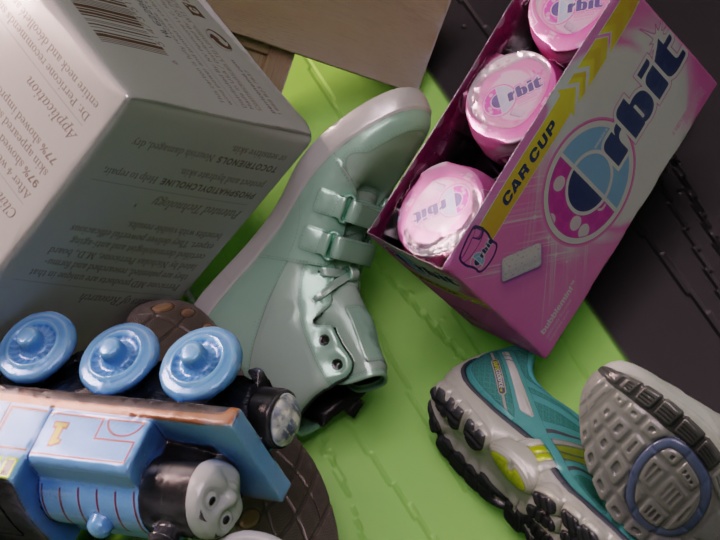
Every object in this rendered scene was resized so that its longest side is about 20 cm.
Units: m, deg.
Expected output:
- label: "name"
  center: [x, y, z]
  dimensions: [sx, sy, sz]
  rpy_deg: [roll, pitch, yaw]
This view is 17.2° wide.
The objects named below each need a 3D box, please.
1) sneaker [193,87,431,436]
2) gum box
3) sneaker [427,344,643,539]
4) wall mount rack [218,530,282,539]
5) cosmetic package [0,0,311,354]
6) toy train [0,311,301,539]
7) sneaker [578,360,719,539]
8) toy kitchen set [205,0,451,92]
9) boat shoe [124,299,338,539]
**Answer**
- label: "sneaker"
  center: [0.000, 0.000, 1.346]
  dimensions: [0.118, 0.074, 0.200]
  rpy_deg: [46, 108, 26]
- label: "gum box"
  center: [0.106, -0.068, 1.321]
  dimensions: [0.066, 0.113, 0.200]
  rpy_deg: [25, 79, 44]
- label: "sneaker"
  center: [0.122, 0.116, 1.305]
  dimensions: [0.080, 0.078, 0.200]
  rpy_deg: [-30, 63, -21]
- label: "wall mount rack"
  center: [-0.022, 0.226, 1.229]
  dimensions: [0.174, 0.075, 0.200]
  rpy_deg: [3, 99, 10]
- label: "cosmetic package"
  center: [-0.174, -0.068, 1.332]
  dimensions: [0.200, 0.166, 0.167]
  rpy_deg: [-49, 62, 21]
- label: "toy train"
  center: [-0.128, 0.090, 1.240]
  dimensions: [0.200, 0.087, 0.114]
  rpy_deg: [5, 55, 30]
- label: "sneaker"
  center: [0.195, 0.118, 1.267]
  dimensions: [0.200, 0.075, 0.087]
  rpy_deg: [43, 32, -9]
- label: "toy kitchen set"
  center: [-0.052, -0.194, 1.500]
  dimensions: [0.163, 0.180, 0.200]
  rpy_deg: [17, 98, -26]
- label: "boat shoe"
  center: [-0.079, 0.112, 1.329]
  dimensions: [0.076, 0.072, 0.200]
  rpy_deg: [-9, 61, -42]
